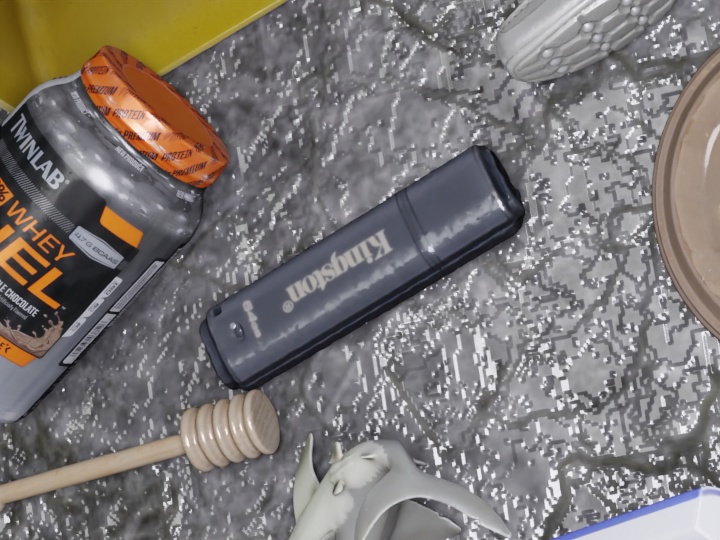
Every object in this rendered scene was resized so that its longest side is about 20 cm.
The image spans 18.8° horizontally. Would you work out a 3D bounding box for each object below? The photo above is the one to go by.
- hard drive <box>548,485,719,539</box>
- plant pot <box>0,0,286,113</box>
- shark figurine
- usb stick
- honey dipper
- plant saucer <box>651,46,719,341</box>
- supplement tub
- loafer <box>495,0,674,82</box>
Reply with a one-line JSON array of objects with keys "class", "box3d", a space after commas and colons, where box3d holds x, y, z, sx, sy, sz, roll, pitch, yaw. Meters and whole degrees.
[{"class": "hard drive", "box3d": [0.149, 0.153, 1.028, 0.200, 0.132, 0.025, -31, 42, 55]}, {"class": "plant pot", "box3d": [-0.169, -0.224, 1.216, 0.199, 0.200, 0.177, -29, 64, 16]}, {"class": "shark figurine", "box3d": [0.018, 0.129, 1.148, 0.089, 0.215, 0.129, 17, 56, -14]}, {"class": "usb stick", "box3d": [0.000, 0.000, 1.203, 0.200, 0.033, 0.056, -31, 75, 16]}, {"class": "honey dipper", "box3d": [-0.140, 0.112, 1.247, 0.199, 0.038, 0.038, -18, 78, 21]}, {"class": "plant saucer", "box3d": [0.243, -0.043, 1.114, 0.199, 0.029, 0.201, -3, 83, 22]}, {"class": "supplement tub", "box3d": [-0.174, -0.022, 1.226, 0.200, 0.122, 0.123, -47, 71, 11]}, {"class": "loafer", "box3d": [0.148, -0.178, 1.148, 0.200, 0.070, 0.070, -39, 65, 7]}]
